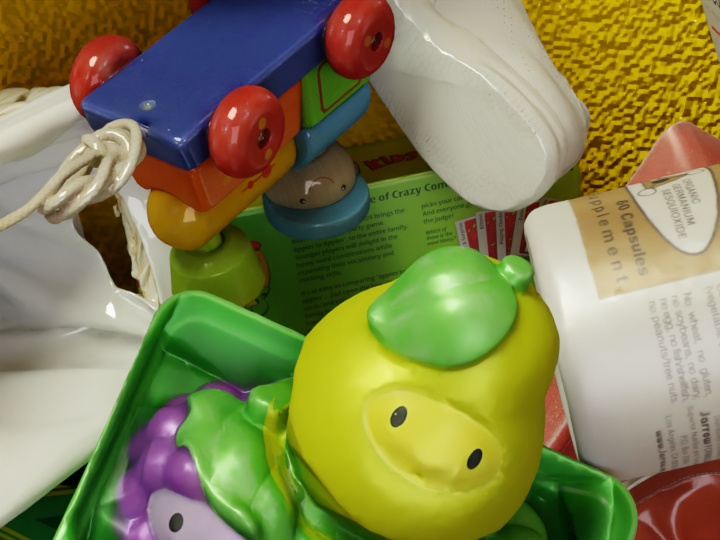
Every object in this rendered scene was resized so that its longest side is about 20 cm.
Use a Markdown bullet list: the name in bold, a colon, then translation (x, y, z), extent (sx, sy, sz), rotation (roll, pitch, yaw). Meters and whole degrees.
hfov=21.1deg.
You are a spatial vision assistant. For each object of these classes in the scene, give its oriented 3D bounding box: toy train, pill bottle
- **toy train**: translation (-0.066, -0.028, 0.732), extent (0.200, 0.084, 0.116), rotation (-44, 142, -36)
- **pill bottle**: translation (0.173, 0.009, 0.765), extent (0.199, 0.114, 0.115), rotation (-13, 115, 4)

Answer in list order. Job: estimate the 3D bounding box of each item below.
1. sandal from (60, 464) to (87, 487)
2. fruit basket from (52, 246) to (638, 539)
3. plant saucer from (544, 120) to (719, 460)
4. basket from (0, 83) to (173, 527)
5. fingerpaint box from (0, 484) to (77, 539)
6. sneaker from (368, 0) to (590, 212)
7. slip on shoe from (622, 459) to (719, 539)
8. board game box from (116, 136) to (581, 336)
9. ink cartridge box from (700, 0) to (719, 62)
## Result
- **sandal**: translation (-0.160, 0.126, 0.879), extent (0.082, 0.054, 0.201), rotation (-24, 135, -47)
- **fruit basket**: translation (0.004, 0.086, 0.693), extent (0.215, 0.215, 0.156), rotation (34, 61, -22)
- **plant saucer**: translation (0.159, 0.054, 0.893), extent (0.199, 0.037, 0.200), rotation (23, 107, -38)
- **basket**: translation (-0.174, 0.017, 0.741), extent (0.123, 0.200, 0.136), rotation (3, 114, 35)
- **fingerpaint box**: translation (-0.142, 0.194, 0.819), extent (0.166, 0.073, 0.201), rotation (14, 111, -17)
- **sneaker**: translation (0.023, -0.119, 0.809), extent (0.075, 0.088, 0.200), rotation (-34, 93, 38)
- **slip on shoe**: translation (0.112, 0.159, 0.868), extent (0.074, 0.061, 0.200), rotation (39, 99, -26)
- **board game box**: translation (0.000, 0.000, 0.862), extent (0.199, 0.048, 0.102), rotation (-12, 114, -7)
- **ink cartridge box**: translation (0.183, -0.134, 0.806), extent (0.068, 0.115, 0.201), rotation (-24, 115, -1)
